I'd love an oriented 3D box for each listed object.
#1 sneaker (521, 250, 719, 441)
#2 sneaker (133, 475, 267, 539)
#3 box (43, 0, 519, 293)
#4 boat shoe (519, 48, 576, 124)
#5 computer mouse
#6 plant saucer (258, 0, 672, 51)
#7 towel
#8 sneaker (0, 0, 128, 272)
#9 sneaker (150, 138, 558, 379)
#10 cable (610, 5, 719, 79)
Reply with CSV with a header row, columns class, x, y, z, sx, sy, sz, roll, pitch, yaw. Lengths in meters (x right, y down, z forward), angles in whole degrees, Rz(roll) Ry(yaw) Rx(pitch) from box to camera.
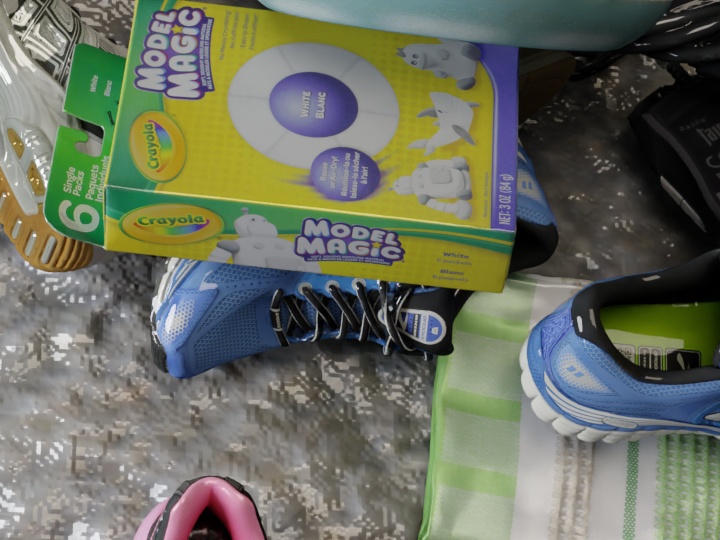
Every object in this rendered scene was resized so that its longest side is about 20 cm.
class,x,y,z,sx,sy,sz,roll,pitch,yaw
sneaker,0.176,0.038,0.972,0.199,0.089,0.079,1,66,-10
sneaker,-0.058,0.175,0.893,0.079,0.095,0.201,-3,67,-15
box,-0.032,-0.058,0.955,0.199,0.048,0.118,5,51,-1
boat shoe,0.007,-0.082,1.043,0.199,0.074,0.069,-21,71,-23
computer mouse,0.198,-0.073,1.083,0.140,0.046,0.200,-27,52,-18
plant saucer,0.038,-0.121,0.979,0.199,0.200,0.028,4,100,-10
towel,0.131,0.074,1.017,0.199,0.031,0.150,9,62,-7
sneaker,-0.145,-0.091,1.027,0.087,0.076,0.201,-14,71,-34
sneaker,0.000,0.000,0.985,0.199,0.079,0.089,-25,55,-14
cable,0.171,-0.159,1.104,0.162,0.051,0.200,2,41,21
